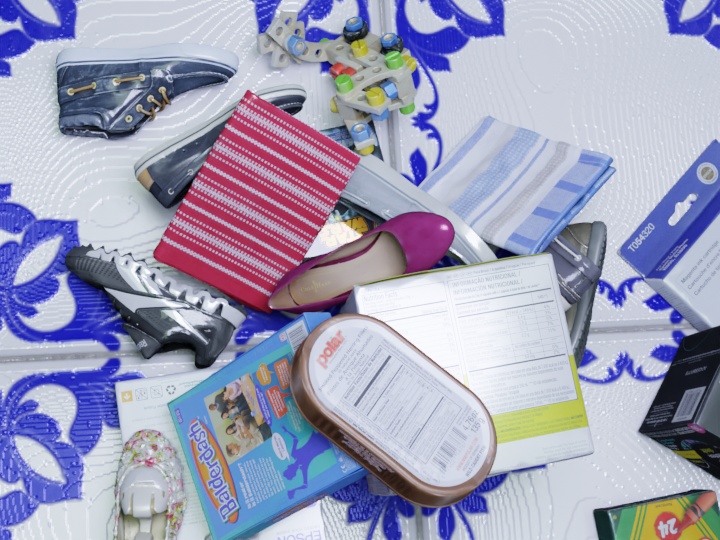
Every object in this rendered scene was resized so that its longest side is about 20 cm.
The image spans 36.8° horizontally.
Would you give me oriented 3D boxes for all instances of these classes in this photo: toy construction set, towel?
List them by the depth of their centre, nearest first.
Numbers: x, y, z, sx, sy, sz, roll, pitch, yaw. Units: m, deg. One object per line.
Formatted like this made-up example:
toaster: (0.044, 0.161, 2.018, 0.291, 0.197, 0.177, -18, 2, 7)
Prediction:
towel: (-0.107, -0.065, 1.112, 0.144, 0.022, 0.201, 28, 100, -23)
towel: (0.158, -0.095, 1.162, 0.147, 0.200, 0.024, -46, 131, -12)
toy construction set: (-0.017, -0.217, 1.181, 0.131, 0.092, 0.200, -40, 61, -18)

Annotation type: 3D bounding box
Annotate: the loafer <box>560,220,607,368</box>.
loafer: (0.222, 0.036, 1.195, 0.069, 0.075, 0.201, 11, 67, 18)

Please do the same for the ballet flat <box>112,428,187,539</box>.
ballet flat: (-0.208, 0.254, 1.048, 0.075, 0.064, 0.202, 0, 78, -4)

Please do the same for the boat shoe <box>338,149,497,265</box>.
boat shoe: (0.051, -0.047, 1.132, 0.200, 0.070, 0.072, 37, 86, 20)

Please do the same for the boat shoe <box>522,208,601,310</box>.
boat shoe: (0.194, -0.043, 1.161, 0.063, 0.073, 0.201, -39, 45, 15)

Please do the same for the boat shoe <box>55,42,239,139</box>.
boat shoe: (-0.230, -0.191, 1.177, 0.199, 0.071, 0.092, -2, 80, -1)

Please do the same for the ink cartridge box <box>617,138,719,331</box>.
ink cartridge box: (0.431, -0.024, 1.244, 0.200, 0.043, 0.196, 43, 77, 1)

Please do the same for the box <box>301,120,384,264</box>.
box: (-0.065, -0.077, 1.187, 0.199, 0.040, 0.138, -14, 82, -10)

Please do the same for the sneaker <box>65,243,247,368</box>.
sneaker: (-0.224, 0.042, 1.128, 0.199, 0.066, 0.091, 24, 74, -5)

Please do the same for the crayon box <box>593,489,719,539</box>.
crayon box: (0.333, 0.344, 1.151, 0.126, 0.051, 0.202, -9, 80, -10)

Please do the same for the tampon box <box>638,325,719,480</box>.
tampon box: (0.431, 0.164, 1.149, 0.199, 0.150, 0.127, 31, 76, 0)

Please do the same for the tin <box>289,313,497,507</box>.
tin: (0.030, 0.119, 0.943, 0.200, 0.042, 0.112, 37, 56, 1)

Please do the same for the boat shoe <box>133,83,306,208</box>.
boat shoe: (-0.139, -0.130, 1.133, 0.199, 0.075, 0.062, -31, 84, -9)

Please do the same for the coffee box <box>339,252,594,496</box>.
coffee box: (0.094, 0.108, 1.089, 0.198, 0.200, 0.199, -10, 80, -8)

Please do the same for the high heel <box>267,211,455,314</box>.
high heel: (0.000, 0.000, 1.075, 0.096, 0.199, 0.068, -29, 91, -52)

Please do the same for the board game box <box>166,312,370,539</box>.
board game box: (-0.083, 0.152, 1.019, 0.199, 0.045, 0.153, -32, 70, 30)

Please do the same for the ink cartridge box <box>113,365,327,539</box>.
ink cartridge box: (-0.144, 0.201, 1.118, 0.197, 0.043, 0.202, -8, 79, -8)
